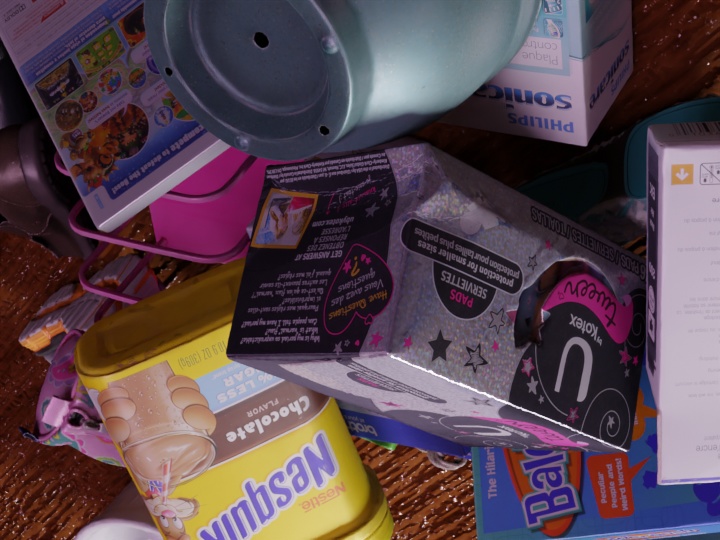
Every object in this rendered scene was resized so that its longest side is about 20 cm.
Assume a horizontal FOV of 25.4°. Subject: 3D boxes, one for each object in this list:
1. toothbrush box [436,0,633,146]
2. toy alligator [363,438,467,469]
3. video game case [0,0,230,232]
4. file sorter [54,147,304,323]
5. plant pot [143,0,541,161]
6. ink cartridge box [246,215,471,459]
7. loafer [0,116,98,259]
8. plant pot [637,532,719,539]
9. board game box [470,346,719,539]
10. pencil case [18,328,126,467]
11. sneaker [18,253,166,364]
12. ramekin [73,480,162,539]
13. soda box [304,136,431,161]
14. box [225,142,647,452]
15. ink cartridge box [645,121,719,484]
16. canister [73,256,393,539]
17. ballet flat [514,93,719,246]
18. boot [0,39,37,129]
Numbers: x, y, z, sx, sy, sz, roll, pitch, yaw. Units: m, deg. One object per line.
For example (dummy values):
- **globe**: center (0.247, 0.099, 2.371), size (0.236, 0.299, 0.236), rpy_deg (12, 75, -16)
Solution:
- **toothbrush box**: center (0.065, -0.181, 0.863), size (0.145, 0.085, 0.201), rpy_deg (13, 133, 25)
- **toy alligator**: center (-0.008, 0.106, 1.185), size (0.198, 0.060, 0.054), rpy_deg (20, 177, 16)
- **video game case**: center (-0.142, -0.145, 0.957), size (0.143, 0.018, 0.201), rpy_deg (-33, 72, 12)
- **file sorter**: center (-0.118, -0.052, 1.062), size (0.138, 0.126, 0.202), rpy_deg (13, 132, 22)
- **plant pot**: center (-0.025, -0.139, 0.799), size (0.199, 0.134, 0.202), rpy_deg (20, 135, 21)
- **ink cartridge box**: center (0.011, 0.050, 1.027), size (0.118, 0.042, 0.201), rpy_deg (7, 131, 40)
- **loafer**: center (-0.229, -0.057, 1.117), size (0.070, 0.074, 0.200), rpy_deg (-6, 162, 2)
- **plant pot**: center (0.176, 0.234, 1.034), size (0.198, 0.163, 0.201), rpy_deg (12, 158, 5)
- **board game box**: center (0.163, 0.084, 0.957), size (0.198, 0.154, 0.045), rpy_deg (-11, 162, 24)
- **pencil case**: center (-0.127, 0.111, 1.102), size (0.199, 0.088, 0.087), rpy_deg (24, 142, -23)
- **sneaker**: center (-0.190, 0.045, 1.227), size (0.077, 0.078, 0.199), rpy_deg (46, 153, -17)
- **ramekin**: center (-0.138, 0.254, 1.359), size (0.199, 0.098, 0.202), rpy_deg (18, 133, 20)
- **soda box**: center (0.000, 0.000, 1.076), size (0.068, 0.064, 0.201), rpy_deg (19, 134, 17)
- **box**: center (0.049, 0.023, 0.873), size (0.199, 0.116, 0.131), rpy_deg (23, 162, -40)
- **ink cartridge box**: center (0.253, 0.016, 0.858), size (0.196, 0.043, 0.202), rpy_deg (-2, 113, 3)
- **canister**: center (-0.080, 0.107, 1.015), size (0.147, 0.087, 0.201), rpy_deg (-24, 118, -3)
- **ballet flat**: center (0.165, -0.048, 0.939), size (0.199, 0.072, 0.072), rpy_deg (-20, 114, 44)
- **boot**: center (-0.325, -0.152, 1.145), size (0.198, 0.077, 0.170), rpy_deg (10, 127, 18)
